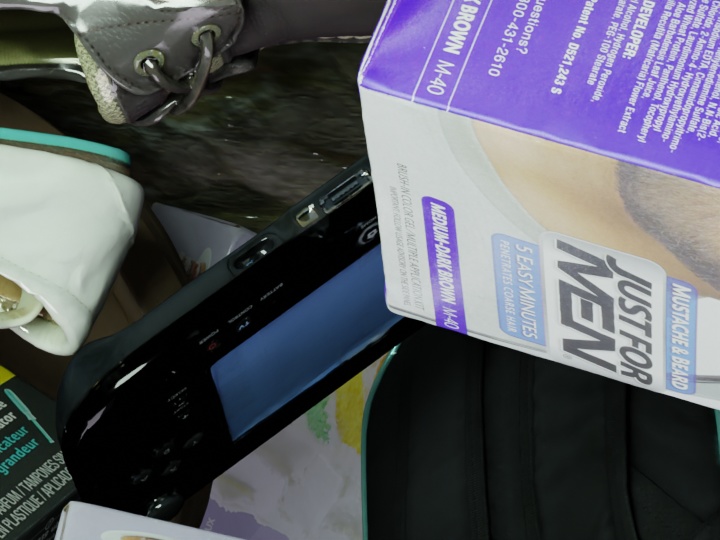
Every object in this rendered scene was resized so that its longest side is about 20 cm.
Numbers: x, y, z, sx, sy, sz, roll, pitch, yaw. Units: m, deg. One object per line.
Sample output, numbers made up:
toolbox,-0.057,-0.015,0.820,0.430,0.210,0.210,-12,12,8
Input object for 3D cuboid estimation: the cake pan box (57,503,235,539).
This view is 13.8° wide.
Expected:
cake pan box,-0.007,0.156,0.855,0.199,0.052,0.184,13,141,-4

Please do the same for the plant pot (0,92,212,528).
plant pot,-0.121,0.019,0.961,0.200,0.201,0.093,-5,-159,33

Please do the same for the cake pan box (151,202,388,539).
cake pan box,-0.038,0.096,1.075,0.052,0.201,0.184,17,173,44

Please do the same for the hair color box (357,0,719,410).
hair color box,0.104,-0.012,0.706,0.199,0.065,0.109,15,153,14

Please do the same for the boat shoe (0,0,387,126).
boat shoe,-0.059,-0.068,0.770,0.199,0.065,0.073,4,164,10

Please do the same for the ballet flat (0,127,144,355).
ballet flat,-0.148,-0.018,0.755,0.199,0.070,0.069,13,162,-28

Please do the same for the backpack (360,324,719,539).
backpack,0.087,0.086,0.983,0.153,0.201,0.176,20,141,-40

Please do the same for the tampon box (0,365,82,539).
tampon box,-0.201,0.077,0.884,0.200,0.150,0.127,31,126,13

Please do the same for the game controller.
game controller,0.000,0.000,0.831,0.200,0.042,0.104,-36,169,-11
